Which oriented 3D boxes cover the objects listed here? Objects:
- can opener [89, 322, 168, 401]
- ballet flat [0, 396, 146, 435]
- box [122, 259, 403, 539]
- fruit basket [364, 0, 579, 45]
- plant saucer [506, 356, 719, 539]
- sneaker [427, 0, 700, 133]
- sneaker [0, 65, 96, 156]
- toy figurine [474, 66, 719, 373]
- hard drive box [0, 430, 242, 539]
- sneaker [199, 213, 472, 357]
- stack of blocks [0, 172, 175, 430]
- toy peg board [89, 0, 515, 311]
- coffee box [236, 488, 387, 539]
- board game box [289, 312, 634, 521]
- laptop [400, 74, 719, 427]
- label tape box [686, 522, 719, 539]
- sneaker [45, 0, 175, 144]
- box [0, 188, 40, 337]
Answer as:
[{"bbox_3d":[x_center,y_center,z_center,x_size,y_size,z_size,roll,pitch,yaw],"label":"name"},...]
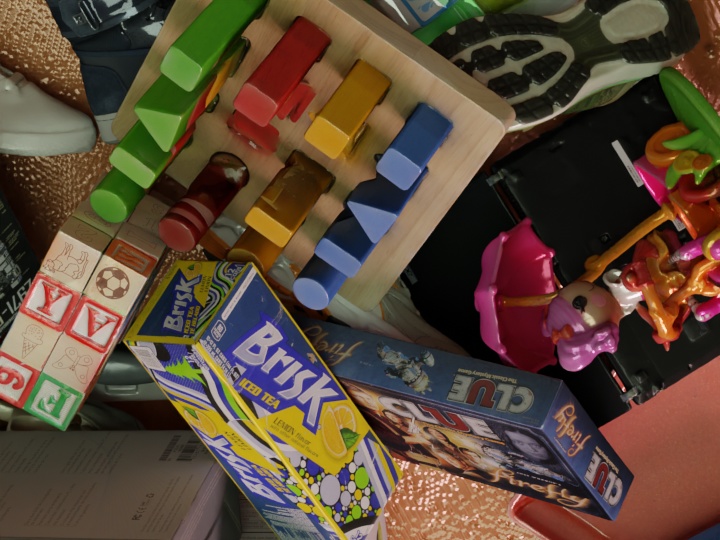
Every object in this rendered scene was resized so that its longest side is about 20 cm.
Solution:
[{"bbox_3d":[-0.099,0.064,1.503,0.200,0.066,0.053,-2,108,3],"label":"can opener"},{"bbox_3d":[-0.233,0.091,1.491,0.200,0.064,0.067,22,109,12],"label":"ballet flat"},{"bbox_3d":[-0.056,0.084,1.369,0.064,0.070,0.200,3,139,40],"label":"box"},{"bbox_3d":[0.067,-0.225,1.368,0.200,0.094,0.185,-36,101,13],"label":"fruit basket"},{"bbox_3d":[0.232,0.135,1.499,0.200,0.037,0.200,34,108,-5],"label":"plant saucer"},{"bbox_3d":[0.109,-0.111,1.371,0.200,0.089,0.077,-18,69,-24],"label":"sneaker"},{"bbox_3d":[-0.261,-0.130,1.455,0.200,0.075,0.089,16,97,2],"label":"sneaker"},{"bbox_3d":[0.157,0.003,1.327,0.184,0.200,0.150,-35,123,2],"label":"toy figurine"},{"bbox_3d":[-0.188,0.162,1.385,0.200,0.156,0.077,0,111,12],"label":"hard drive box"},{"bbox_3d":[0.000,0.000,1.454,0.200,0.076,0.092,35,75,-3],"label":"sneaker"},{"bbox_3d":[-0.162,0.003,1.413,0.059,0.200,0.115,28,110,-3],"label":"stack of blocks"},{"bbox_3d":[-0.051,-0.064,1.313,0.199,0.098,0.200,36,139,0],"label":"toy peg board"},{"bbox_3d":[-0.087,0.261,1.494,0.200,0.198,0.200,-2,109,10],"label":"coffee box"},{"bbox_3d":[0.055,0.090,1.404,0.200,0.035,0.135,13,158,33],"label":"board game box"},{"bbox_3d":[0.143,0.003,1.454,0.200,0.103,0.177,-31,87,-10],"label":"laptop"},{"bbox_3d":[0.246,0.276,1.493,0.143,0.066,0.200,-30,101,16],"label":"label tape box"},{"bbox_3d":[-0.106,-0.169,1.397,0.202,0.077,0.146,-13,106,29],"label":"sneaker"},{"bbox_3d":[-0.307,0.017,1.406,0.086,0.164,0.200,31,69,26],"label":"box"}]
